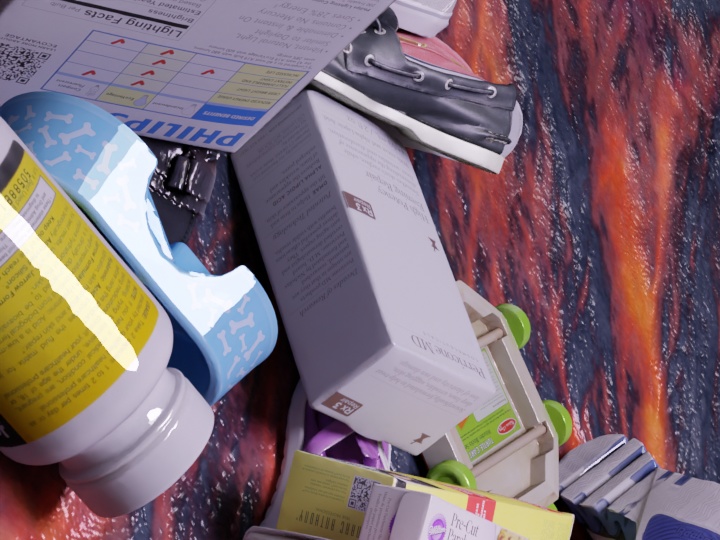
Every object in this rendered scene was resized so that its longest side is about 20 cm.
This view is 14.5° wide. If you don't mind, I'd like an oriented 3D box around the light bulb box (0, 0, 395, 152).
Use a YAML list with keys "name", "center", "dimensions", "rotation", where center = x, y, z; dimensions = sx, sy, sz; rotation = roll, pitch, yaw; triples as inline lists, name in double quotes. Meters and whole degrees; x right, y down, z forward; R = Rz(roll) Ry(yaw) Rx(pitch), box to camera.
- name: "light bulb box"
  center: [-0.106, -0.175, 1.507]
  dimensions: [0.198, 0.200, 0.125]
  rotation: [9, 59, -31]

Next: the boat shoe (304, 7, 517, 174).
- name: "boat shoe"
  center: [0.012, -0.126, 1.721]
  dimensions: [0.199, 0.074, 0.066]
  rotation: [25, 89, -17]

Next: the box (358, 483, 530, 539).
- name: "box"
  center: [0.067, 0.160, 1.548]
  dimensions: [0.200, 0.039, 0.042]
  rotation: [31, 71, -54]

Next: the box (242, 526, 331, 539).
- name: "box"
  center: [0.031, 0.221, 1.453]
  dimensions: [0.200, 0.109, 0.128]
  rotation: [21, 79, -35]

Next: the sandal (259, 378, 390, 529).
- name: "sandal"
  center: [-0.008, 0.124, 1.639]
  dimensions: [0.082, 0.050, 0.203]
  rotation: [47, 39, -28]

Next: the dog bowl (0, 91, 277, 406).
- name: "dog bowl"
  center: [-0.131, -0.003, 1.496]
  dimensions: [0.200, 0.111, 0.050]
  rotation: [52, 48, -22]

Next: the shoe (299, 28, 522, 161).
- name: "shoe"
  center: [0.003, -0.123, 1.812]
  dimensions: [0.199, 0.072, 0.091]
  rotation: [16, 14, -26]

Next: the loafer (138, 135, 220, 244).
- name: "loafer"
  center: [-0.108, -0.095, 1.625]
  dimensions: [0.072, 0.063, 0.201]
  rotation: [35, 43, -40]

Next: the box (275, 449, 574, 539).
- name: "box"
  center: [0.040, 0.144, 1.603]
  dimensions: [0.200, 0.075, 0.050]
  rotation: [19, 85, -54]

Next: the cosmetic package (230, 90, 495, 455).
- name: "cosmetic package"
  center: [0.000, 0.000, 1.673]
  dimensions: [0.102, 0.074, 0.200]
  rotation: [26, 33, -45]

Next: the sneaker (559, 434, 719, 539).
- name: "sneaker"
  center: [0.208, 0.189, 1.833]
  dimensions: [0.115, 0.080, 0.199]
  rotation: [60, -10, -29]

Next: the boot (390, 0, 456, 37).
- name: "boot"
  center: [-0.009, -0.219, 1.788]
  dimensions: [0.199, 0.096, 0.074]
  rotation: [14, 18, -40]

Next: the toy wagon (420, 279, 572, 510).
- name: "toy wagon"
  center: [0.081, 0.108, 1.795]
  dimensions: [0.155, 0.039, 0.201]
  rotation: [-25, 91, -58]

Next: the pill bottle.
- name: "pill bottle"
  center: [-0.164, 0.026, 1.418]
  dimensions: [0.200, 0.111, 0.111]
  rotation: [50, 35, -22]
